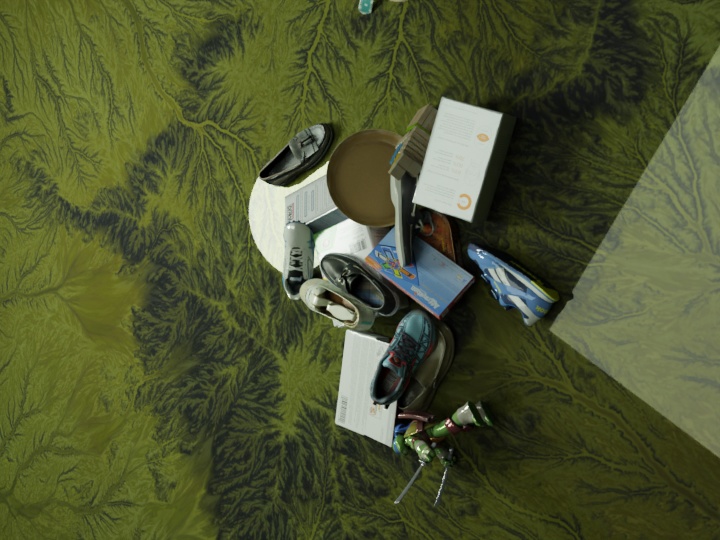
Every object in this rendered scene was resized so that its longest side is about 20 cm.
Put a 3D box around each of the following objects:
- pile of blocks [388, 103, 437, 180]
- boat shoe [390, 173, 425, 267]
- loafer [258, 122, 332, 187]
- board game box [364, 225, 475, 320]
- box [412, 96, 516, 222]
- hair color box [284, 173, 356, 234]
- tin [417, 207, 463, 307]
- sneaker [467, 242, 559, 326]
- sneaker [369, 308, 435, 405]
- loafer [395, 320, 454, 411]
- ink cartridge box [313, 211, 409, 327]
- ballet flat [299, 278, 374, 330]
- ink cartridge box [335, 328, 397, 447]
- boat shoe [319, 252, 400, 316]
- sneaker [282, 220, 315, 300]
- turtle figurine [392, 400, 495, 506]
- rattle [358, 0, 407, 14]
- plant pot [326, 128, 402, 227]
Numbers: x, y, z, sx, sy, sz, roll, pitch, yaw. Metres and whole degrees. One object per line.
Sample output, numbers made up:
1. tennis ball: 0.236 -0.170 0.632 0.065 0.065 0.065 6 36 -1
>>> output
1. pile of blocks: 0.108 -0.230 1.648 0.062 0.201 0.082 36 145 -13
2. boat shoe: 0.093 -0.105 1.643 0.060 0.074 0.202 -1 68 -6
3. loafer: -0.142 -0.248 1.875 0.200 0.063 0.072 -39 68 31
4. board game box: 0.110 -0.001 1.634 0.103 0.019 0.200 -45 60 -11
5. box: 0.192 -0.203 1.588 0.123 0.097 0.202 20 102 22
6. hair color box: -0.071 -0.140 1.806 0.199 0.060 0.100 -24 55 34
7. tin: 0.144 -0.022 1.676 0.111 0.042 0.202 -10 85 33
8. sneaker: 0.262 0.021 1.565 0.200 0.074 0.083 42 116 30
9. sneaker: 0.079 0.167 1.606 0.079 0.095 0.202 25 95 10
10. loafer: 0.124 0.194 1.673 0.076 0.067 0.202 25 107 32
11. ink cartridge box: 0.000 0.000 1.755 0.144 0.084 0.202 -22 77 35
12. ballet flat: -0.058 0.063 1.709 0.199 0.062 0.068 21 101 35
13. ink cartridge box: 0.029 0.234 1.742 0.175 0.044 0.202 13 98 47
14. boat shoe: -0.008 0.021 1.669 0.199 0.056 0.069 33 98 29
15. sneaker: -0.131 -0.020 1.819 0.073 0.071 0.201 -93 4 -46
16. turtle figurine: 0.160 0.335 1.600 0.193 0.144 0.201 -35 36 21
17. rattle: 0.035 -0.586 1.697 0.198 0.143 0.131 -9 104 31
18. plant pot: 0.030 -0.180 1.703 0.198 0.027 0.202 1 79 -4
